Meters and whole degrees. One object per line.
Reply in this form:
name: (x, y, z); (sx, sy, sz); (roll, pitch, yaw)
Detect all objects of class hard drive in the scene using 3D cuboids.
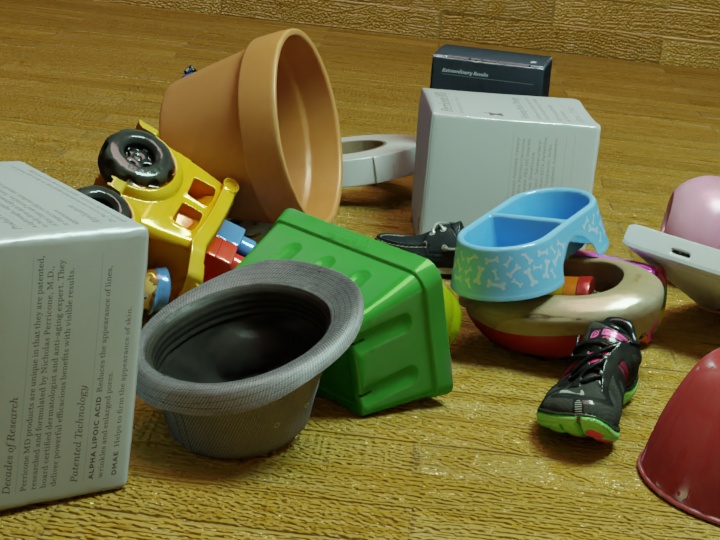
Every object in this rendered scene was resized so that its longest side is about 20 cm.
hard drive: (0.366, 0.012, 1.577); (0.131, 0.027, 0.200); (20, -5, 38)

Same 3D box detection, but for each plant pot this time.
plant pot: (-0.114, -0.135, 1.560); (0.139, 0.202, 0.200); (-6, 13, 17)

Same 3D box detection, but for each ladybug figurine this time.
ladybug figurine: (0.191, 0.038, 1.471); (0.198, 0.073, 0.136); (3, 26, 24)

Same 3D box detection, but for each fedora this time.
fedora: (-0.087, 0.080, 1.216); (0.176, 0.091, 0.200); (12, 34, 31)

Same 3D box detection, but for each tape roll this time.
tape roll: (-0.017, -0.143, 2.016); (0.201, 0.037, 0.203); (-6, 13, 1)

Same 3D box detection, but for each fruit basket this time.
fruit basket: (0.014, 0.030, 1.374); (0.214, 0.157, 0.216); (-6, 29, 3)

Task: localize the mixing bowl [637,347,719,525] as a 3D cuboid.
mixing bowl: (0.326, 0.121, 1.220); (0.198, 0.109, 0.200); (6, 16, -2)

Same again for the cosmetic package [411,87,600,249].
cosmetic package: (0.168, -0.116, 1.841); (0.198, 0.168, 0.168); (4, 17, -3)

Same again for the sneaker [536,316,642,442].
sneaker: (0.198, 0.088, 1.319); (0.076, 0.085, 0.200); (9, 17, 13)

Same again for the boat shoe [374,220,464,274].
boat shoe: (0.109, -0.026, 1.704); (0.198, 0.061, 0.076); (9, 17, 9)

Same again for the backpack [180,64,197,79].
backpack: (-0.116, -0.126, 1.801); (0.167, 0.164, 0.199); (31, 15, 36)

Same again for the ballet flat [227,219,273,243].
ballet flat: (-0.142, -0.025, 1.593); (0.198, 0.071, 0.071); (-7, 21, -24)

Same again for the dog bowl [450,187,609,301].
dog bowl: (0.162, -0.029, 1.478); (0.111, 0.050, 0.200); (7, 24, 34)

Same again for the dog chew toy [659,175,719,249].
dog chew toy: (0.445, -0.032, 1.760); (0.198, 0.126, 0.125); (17, 18, 5)

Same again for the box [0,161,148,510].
box: (-0.263, 0.040, 1.115); (0.130, 0.202, 0.198); (-5, 20, -39)

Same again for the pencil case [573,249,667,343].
pencil case: (0.212, 0.015, 1.569); (0.198, 0.089, 0.088); (13, 18, 18)

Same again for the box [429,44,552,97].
box: (0.163, -0.182, 1.993); (0.147, 0.202, 0.104); (9, 17, 11)

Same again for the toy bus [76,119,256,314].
toy bus: (-0.188, -0.013, 1.449); (0.191, 0.136, 0.201); (28, 42, -4)
